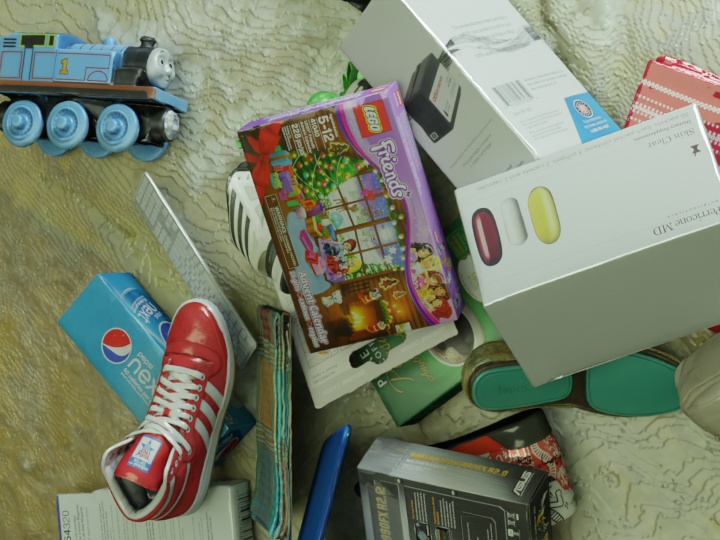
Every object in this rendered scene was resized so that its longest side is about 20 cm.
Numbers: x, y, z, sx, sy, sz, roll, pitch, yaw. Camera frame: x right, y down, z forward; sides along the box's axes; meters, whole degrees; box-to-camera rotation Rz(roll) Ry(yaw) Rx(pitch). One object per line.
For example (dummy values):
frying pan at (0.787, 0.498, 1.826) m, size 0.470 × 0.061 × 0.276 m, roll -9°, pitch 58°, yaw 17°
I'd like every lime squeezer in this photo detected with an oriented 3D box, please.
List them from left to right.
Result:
lime squeezer at (-0.034, -0.147, 1.520) m, size 0.199 × 0.070 × 0.038 m, roll -26°, pitch 94°, yaw 51°

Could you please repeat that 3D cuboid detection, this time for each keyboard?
keyboard at (-0.157, 0.000, 1.584) m, size 0.011 × 0.056 × 0.201 m, roll -28°, pitch 76°, yaw -24°

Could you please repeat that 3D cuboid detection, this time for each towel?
towel at (-0.081, 0.134, 1.510) m, size 0.021 × 0.147 × 0.202 m, roll 0°, pitch 91°, yaw -11°
towel at (0.276, -0.065, 1.409) m, size 0.144 × 0.022 × 0.202 m, roll 23°, pitch 102°, yaw 19°

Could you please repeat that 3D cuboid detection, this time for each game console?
game console at (-0.002, 0.239, 1.438) m, size 0.118 × 0.200 × 0.171 m, roll -43°, pitch 88°, yaw -10°

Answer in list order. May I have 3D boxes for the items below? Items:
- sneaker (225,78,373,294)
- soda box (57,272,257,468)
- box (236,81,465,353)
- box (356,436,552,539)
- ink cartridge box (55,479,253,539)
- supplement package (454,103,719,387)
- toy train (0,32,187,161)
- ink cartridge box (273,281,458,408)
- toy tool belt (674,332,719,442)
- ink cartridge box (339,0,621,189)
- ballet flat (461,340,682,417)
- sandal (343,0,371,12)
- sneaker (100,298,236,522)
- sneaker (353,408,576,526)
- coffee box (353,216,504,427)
sneaker at (-0.059, -0.093, 1.469) m, size 0.115 × 0.075 × 0.202 m, roll 34°, pitch 104°, yaw 29°
soda box at (-0.192, 0.096, 1.591) m, size 0.068 × 0.064 × 0.200 m, roll -47°, pitch 75°, yaw 17°
box at (-0.007, -0.042, 1.389) m, size 0.136 × 0.039 × 0.202 m, roll -14°, pitch 104°, yaw 18°
box at (0.085, 0.248, 1.433) m, size 0.157 × 0.048 × 0.202 m, roll 9°, pitch 123°, yaw 26°
ink cartridge box at (-0.191, 0.304, 1.607) m, size 0.198 × 0.043 × 0.199 m, roll -5°, pitch 90°, yaw 25°
supplement package at (0.196, -0.015, 1.317) m, size 0.198 × 0.156 × 0.112 m, roll -20°, pitch 57°, yaw 11°
toy train at (-0.260, -0.168, 1.606) m, size 0.198 × 0.087 × 0.116 m, roll 5°, pitch 87°, yaw 23°
ink cartridge box at (0.000, 0.000, 1.491) m, size 0.160 × 0.050 × 0.202 m, roll -30°, pitch 71°, yaw 26°
toy tool belt at (0.358, 0.082, 1.340) m, size 0.200 × 0.125 × 0.123 m, roll -38°, pitch 110°, yaw 23°
ink cartridge box at (0.100, -0.153, 1.409) m, size 0.200 × 0.145 × 0.084 m, roll 51°, pitch 127°, yaw 14°
ballet flat at (0.183, 0.085, 1.422) m, size 0.198 × 0.071 × 0.071 m, roll -1°, pitch 91°, yaw -3°
sandal at (-0.011, -0.276, 1.515) m, size 0.199 × 0.045 × 0.076 m, roll 24°, pitch 100°, yaw 21°
sneaker at (-0.170, 0.127, 1.486) m, size 0.071 × 0.112 × 0.202 m, roll 9°, pitch 95°, yaw 22°
sneaker at (0.092, 0.202, 1.469) m, size 0.200 × 0.067 × 0.109 m, roll -23°, pitch 91°, yaw 28°
coffee box at (0.083, 0.034, 1.481) m, size 0.200 × 0.044 × 0.123 m, roll -39°, pitch 74°, yaw 19°
